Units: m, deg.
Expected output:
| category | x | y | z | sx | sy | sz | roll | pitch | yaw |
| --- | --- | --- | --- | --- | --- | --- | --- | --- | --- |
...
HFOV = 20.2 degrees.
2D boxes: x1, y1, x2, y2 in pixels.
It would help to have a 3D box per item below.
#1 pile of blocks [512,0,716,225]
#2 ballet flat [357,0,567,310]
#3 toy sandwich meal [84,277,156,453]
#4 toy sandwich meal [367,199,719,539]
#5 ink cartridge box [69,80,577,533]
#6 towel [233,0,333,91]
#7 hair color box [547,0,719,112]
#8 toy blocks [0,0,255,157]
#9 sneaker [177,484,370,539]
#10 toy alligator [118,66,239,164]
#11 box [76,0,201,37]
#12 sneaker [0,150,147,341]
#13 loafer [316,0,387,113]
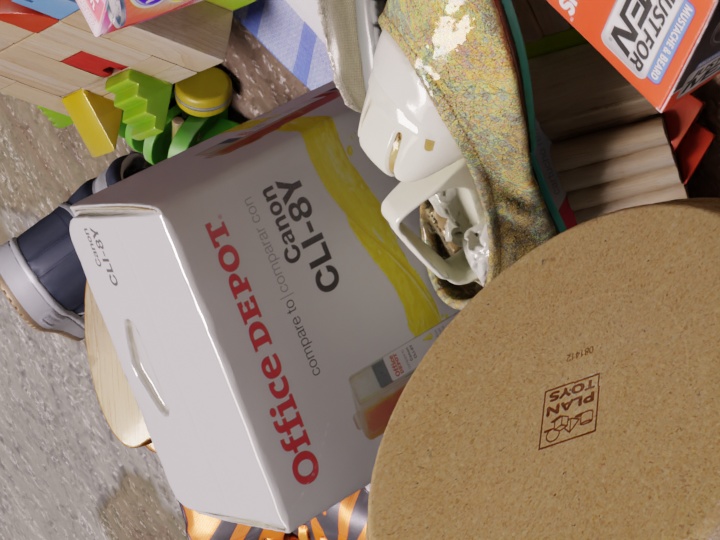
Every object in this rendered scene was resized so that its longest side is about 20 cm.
| category | x | y | z | sx | sy | sz | roll | pitch | yaw |
| --- | --- | --- | --- | --- | --- | --- | --- | --- | --- |
| pile of blocks | 0.101 | -0.076 | 0.793 | 0.062 | 0.082 | 0.200 | -14 | 125 | 15 |
| ballet flat | 0.033 | -0.045 | 0.739 | 0.071 | 0.071 | 0.200 | 39 | 165 | 30 |
| toy sandwich meal | -0.043 | 0.020 | 0.990 | 0.205 | 0.070 | 0.206 | 4 | 98 | 29 |
| toy sandwich meal | 0.090 | 0.066 | 0.646 | 0.070 | 0.205 | 0.205 | 42 | 161 | -32 |
| ink cartridge box | 0.000 | 0.000 | 0.849 | 0.083 | 0.200 | 0.145 | 1 | 115 | 57 |
| towel | -0.023 | -0.163 | 0.916 | 0.147 | 0.024 | 0.200 | 46 | 149 | 21 |
| hair color box | 0.077 | -0.160 | 0.679 | 0.200 | 0.111 | 0.064 | 48 | 150 | 18 |
| toy blocks | -0.156 | -0.130 | 0.977 | 0.200 | 0.137 | 0.100 | -12 | 64 | 55 |
| sneaker | -0.004 | 0.117 | 0.941 | 0.200 | 0.078 | 0.112 | 43 | 112 | 9 |
| toy alligator | -0.124 | -0.101 | 1.096 | 0.200 | 0.054 | 0.059 | 41 | 146 | 28 |
| box | -0.110 | -0.219 | 0.882 | 0.200 | 0.103 | 0.095 | 62 | 157 | 14 |
| sneaker | -0.153 | -0.015 | 1.223 | 0.070 | 0.108 | 0.200 | 54 | -179 | 1 |
| loafer | 0.004 | -0.151 | 0.798 | 0.070 | 0.075 | 0.200 | -9 | 86 | 50 |
